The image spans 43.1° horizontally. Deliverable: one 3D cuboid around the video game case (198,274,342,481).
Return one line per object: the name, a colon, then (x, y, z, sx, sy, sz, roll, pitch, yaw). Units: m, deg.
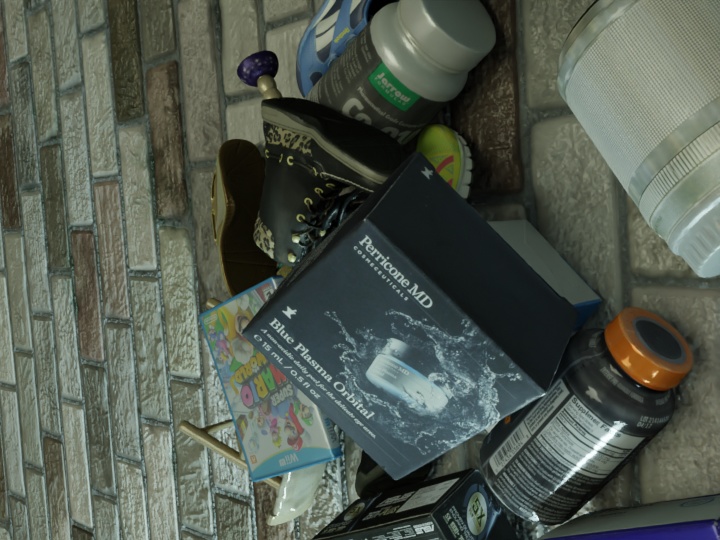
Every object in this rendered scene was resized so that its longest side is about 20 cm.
video game case: (-0.102, 0.121, 0.994, 0.143, 0.018, 0.200, -25, 81, 41)

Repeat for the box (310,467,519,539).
box: (0.070, 0.309, 0.931, 0.200, 0.086, 0.164, -30, 90, 45)

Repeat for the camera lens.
camera lens: (0.249, -0.117, 0.653, 0.160, 0.160, 0.200, -46, 62, 40)

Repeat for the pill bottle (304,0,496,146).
pill bottle: (0.035, -0.193, 0.910, 0.200, 0.113, 0.113, -41, 66, 43)

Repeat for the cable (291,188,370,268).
cable: (0.000, 0.000, 0.982, 0.163, 0.051, 0.200, 8, 117, 22)

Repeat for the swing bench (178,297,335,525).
swing bench: (-0.097, 0.155, 1.096, 0.200, 0.130, 0.199, 35, 119, 33)

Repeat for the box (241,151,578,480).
box: (0.039, 0.045, 0.778, 0.197, 0.117, 0.200, 44, 131, -6)

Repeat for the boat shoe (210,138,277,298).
boat shoe: (-0.142, -0.054, 1.096, 0.066, 0.074, 0.200, 143, 126, -67)

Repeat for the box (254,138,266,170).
box: (-0.073, -0.152, 1.088, 0.200, 0.041, 0.039, -19, 82, 48)

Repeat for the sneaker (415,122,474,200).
sneaker: (0.052, -0.066, 0.885, 0.078, 0.090, 0.200, 133, 150, -56)

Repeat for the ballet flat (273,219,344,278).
ballet flat: (-0.040, -0.010, 1.052, 0.200, 0.071, 0.071, -43, 64, 39)

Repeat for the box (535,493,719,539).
box: (0.261, 0.295, 0.739, 0.184, 0.105, 0.200, -26, 76, 45)

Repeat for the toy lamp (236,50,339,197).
toy lamp: (-0.080, -0.152, 1.023, 0.058, 0.058, 0.200, -45, 65, 41)

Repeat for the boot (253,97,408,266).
boot: (-0.034, -0.070, 0.882, 0.203, 0.073, 0.154, 35, 124, 42)

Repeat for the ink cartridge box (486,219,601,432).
ink cartridge box: (0.124, 0.063, 0.882, 0.116, 0.068, 0.200, 52, 130, 30)

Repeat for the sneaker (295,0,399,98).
sneaker: (-0.006, -0.251, 0.978, 0.082, 0.074, 0.200, 50, 130, 28)

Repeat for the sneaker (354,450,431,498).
sneaker: (0.035, 0.168, 0.996, 0.200, 0.076, 0.114, 105, 159, -45)

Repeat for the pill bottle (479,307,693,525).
pill bottle: (0.196, 0.123, 0.785, 0.106, 0.106, 0.200, 53, 130, 28)
